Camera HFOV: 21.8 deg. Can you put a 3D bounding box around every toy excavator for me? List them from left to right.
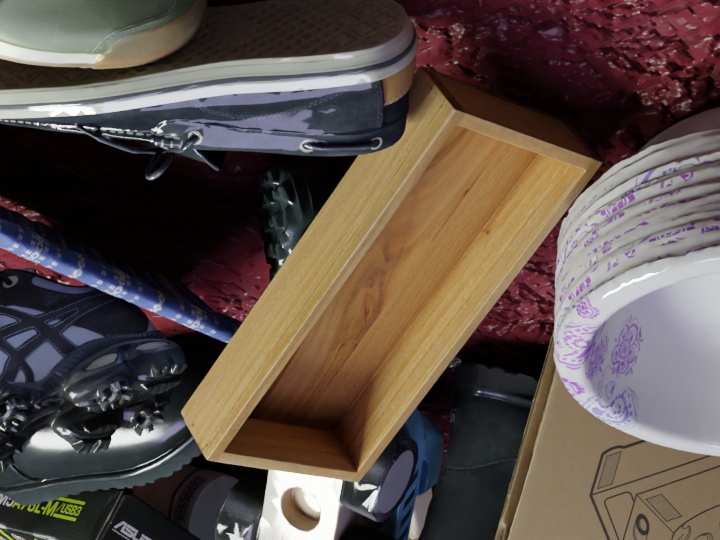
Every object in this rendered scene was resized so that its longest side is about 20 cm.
[{"bbox_3d":[0.008,0.129,1.093,0.099,0.200,0.196,21,119,24],"label":"toy excavator"}]

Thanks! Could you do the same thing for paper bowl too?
[{"bbox_3d":[0.187,0.000,0.849,0.199,0.105,0.201,2,150,1],"label":"paper bowl"}]

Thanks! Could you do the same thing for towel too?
[{"bbox_3d":[-0.135,-0.010,0.885,0.199,0.024,0.144,25,178,-33],"label":"towel"}]

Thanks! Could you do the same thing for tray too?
[{"bbox_3d":[0.012,0.008,0.843,0.098,0.037,0.200,14,122,-43],"label":"tray"}]

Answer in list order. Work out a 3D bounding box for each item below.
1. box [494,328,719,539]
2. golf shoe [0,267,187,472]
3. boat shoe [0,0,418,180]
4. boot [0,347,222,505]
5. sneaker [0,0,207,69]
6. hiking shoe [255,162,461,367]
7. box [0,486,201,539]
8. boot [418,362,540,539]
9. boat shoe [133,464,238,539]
[{"bbox_3d":[0.177,0.123,1.019,0.198,0.165,0.021,15,-178,-18],"label":"box"},{"bbox_3d":[-0.186,0.050,0.929,0.199,0.095,0.078,-7,142,-45],"label":"golf shoe"},{"bbox_3d":[-0.072,-0.074,0.776,0.198,0.075,0.063,-2,130,10],"label":"boat shoe"},{"bbox_3d":[-0.188,0.059,1.033,0.197,0.074,0.162,-20,136,31],"label":"boot"},{"bbox_3d":[-0.150,-0.135,0.697,0.198,0.068,0.090,13,154,-9],"label":"sneaker"},{"bbox_3d":[0.000,0.000,0.921,0.086,0.075,0.200,-13,154,1],"label":"hiking shoe"},{"bbox_3d":[-0.131,0.194,1.175,0.200,0.048,0.193,39,160,-28],"label":"box"},{"bbox_3d":[0.108,0.168,1.041,0.163,0.202,0.066,13,172,-6],"label":"boot"},{"bbox_3d":[-0.084,0.178,1.230,0.069,0.071,0.200,18,164,35],"label":"boat shoe"}]
